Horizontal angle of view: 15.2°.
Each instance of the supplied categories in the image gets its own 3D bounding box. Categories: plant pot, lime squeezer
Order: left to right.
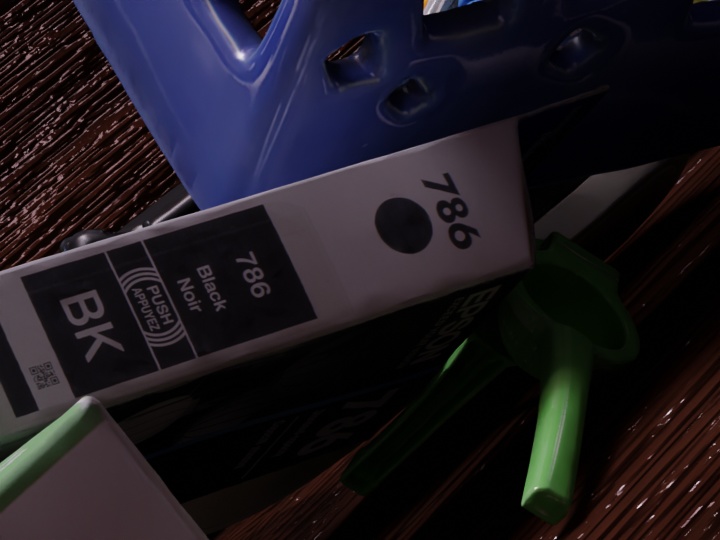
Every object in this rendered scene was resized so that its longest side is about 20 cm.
[{"bbox_3d":[0.031,-0.147,0.637,0.200,0.200,0.180,-14,-30,-29],"label":"plant pot"},{"bbox_3d":[0.033,0.021,0.626,0.071,0.038,0.200,-41,6,-10],"label":"lime squeezer"}]

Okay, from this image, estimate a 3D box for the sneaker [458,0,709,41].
[{"bbox_3d":[0.072,-0.089,0.911,0.105,0.076,0.200,-11,1,-10],"label":"sneaker"}]

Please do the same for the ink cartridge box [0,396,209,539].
[{"bbox_3d":[-0.117,0.129,0.491,0.200,0.088,0.145,-35,6,37],"label":"ink cartridge box"}]

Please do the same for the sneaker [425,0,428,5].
[{"bbox_3d":[0.059,-0.103,1.321,0.078,0.077,0.200,-38,6,-2],"label":"sneaker"}]

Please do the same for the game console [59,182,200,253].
[{"bbox_3d":[-0.047,0.016,0.960,0.116,0.176,0.200,-4,0,-7],"label":"game console"}]

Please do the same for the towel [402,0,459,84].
[{"bbox_3d":[0.031,-0.067,0.994,0.200,0.024,0.147,-63,-7,0],"label":"towel"}]

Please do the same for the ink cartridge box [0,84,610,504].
[{"bbox_3d":[-0.036,0.020,0.579,0.200,0.039,0.099,-20,-17,-30],"label":"ink cartridge box"}]

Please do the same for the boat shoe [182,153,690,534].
[{"bbox_3d":[0.001,-0.001,0.720,0.199,0.066,0.075,-35,-16,-26],"label":"boat shoe"}]
